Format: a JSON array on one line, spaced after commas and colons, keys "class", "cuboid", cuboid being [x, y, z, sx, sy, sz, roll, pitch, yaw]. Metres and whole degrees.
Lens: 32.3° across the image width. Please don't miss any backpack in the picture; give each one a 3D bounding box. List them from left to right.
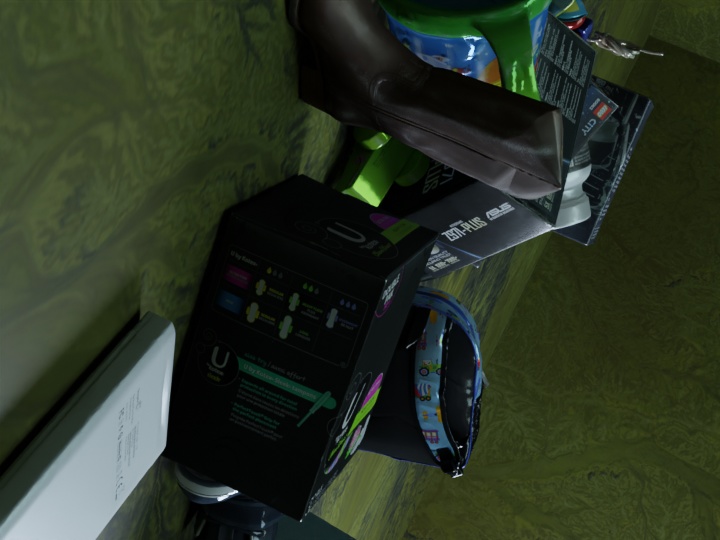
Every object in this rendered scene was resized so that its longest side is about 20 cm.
[{"class": "backpack", "cuboid": [0.048, 0.097, 1.328, 0.135, 0.182, 0.201, -63, 159, -56]}]

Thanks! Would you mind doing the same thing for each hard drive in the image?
[{"class": "hard drive", "cuboid": [-0.176, 0.133, 0.746, 0.200, 0.026, 0.132, -54, 163, -44]}]

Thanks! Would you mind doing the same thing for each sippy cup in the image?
[{"class": "sippy cup", "cuboid": [0.080, -0.179, 0.936, 0.131, 0.139, 0.178, 83, 21, -48]}]

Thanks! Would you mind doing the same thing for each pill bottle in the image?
[{"class": "pill bottle", "cuboid": [0.208, -0.153, 1.465, 0.116, 0.116, 0.201, -37, 117, -67]}]

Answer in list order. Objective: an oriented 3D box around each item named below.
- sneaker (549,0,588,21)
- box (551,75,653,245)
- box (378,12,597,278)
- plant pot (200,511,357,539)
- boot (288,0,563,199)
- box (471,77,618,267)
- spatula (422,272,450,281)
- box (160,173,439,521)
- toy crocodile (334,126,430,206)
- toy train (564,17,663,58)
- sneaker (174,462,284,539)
[{"class": "sneaker", "cuboid": [0.165, -0.299, 1.149, 0.201, 0.130, 0.080, -70, 166, 15]}, {"class": "box", "cuboid": [0.241, -0.160, 1.585, 0.197, 0.199, 0.124, -68, 169, 7]}, {"class": "box", "cuboid": [0.110, -0.115, 1.116, 0.164, 0.086, 0.201, -24, -139, 51]}, {"class": "plant pot", "cuboid": [-0.095, 0.349, 1.162, 0.200, 0.195, 0.197, -7, 121, -64]}, {"class": "boot", "cuboid": [0.055, -0.131, 0.816, 0.064, 0.200, 0.187, -57, 165, -21]}, {"class": "box", "cuboid": [0.148, -0.116, 1.199, 0.200, 0.038, 0.137, -50, -155, 17]}, {"class": "spatula", "cuboid": [0.042, 0.004, 1.276, 0.021, 0.057, 0.200, -45, 162, 27]}, {"class": "box", "cuboid": [-0.044, 0.052, 0.929, 0.149, 0.124, 0.201, -40, 151, -68]}, {"class": "toy crocodile", "cuboid": [0.037, -0.140, 1.083, 0.067, 0.062, 0.200, 36, 78, -38]}, {"class": "toy train", "cuboid": [0.203, -0.214, 1.295, 0.085, 0.199, 0.116, 82, 31, -69]}, {"class": "sneaker", "cuboid": [-0.107, 0.187, 1.031, 0.202, 0.077, 0.147, -36, 146, -70]}]
